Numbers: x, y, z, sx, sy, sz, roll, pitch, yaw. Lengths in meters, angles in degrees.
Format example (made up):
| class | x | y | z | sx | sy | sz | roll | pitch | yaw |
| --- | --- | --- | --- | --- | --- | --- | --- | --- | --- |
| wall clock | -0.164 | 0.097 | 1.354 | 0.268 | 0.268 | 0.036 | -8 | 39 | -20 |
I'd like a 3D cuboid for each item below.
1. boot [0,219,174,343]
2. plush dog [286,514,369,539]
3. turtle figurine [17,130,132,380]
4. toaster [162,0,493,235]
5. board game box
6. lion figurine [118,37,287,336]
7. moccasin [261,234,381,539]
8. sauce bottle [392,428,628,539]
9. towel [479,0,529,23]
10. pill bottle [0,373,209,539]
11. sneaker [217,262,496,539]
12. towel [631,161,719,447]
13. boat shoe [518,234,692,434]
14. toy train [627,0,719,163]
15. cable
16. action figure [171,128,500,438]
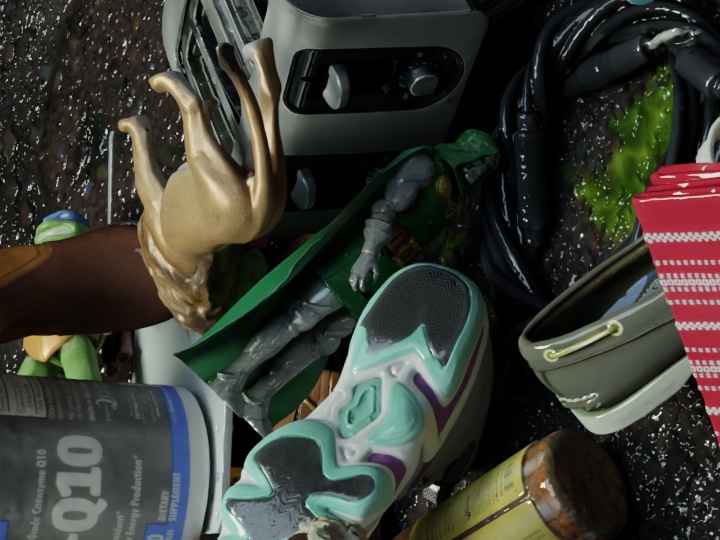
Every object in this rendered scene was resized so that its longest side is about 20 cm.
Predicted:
| class | x | y | z | sx | sy | sz | roll | pitch | yaw |
| --- | --- | --- | --- | --- | --- | --- | --- | --- | --- |
| boot | -0.199 | 0.022 | 1.102 | 0.186 | 0.200 | 0.069 | 3 | 103 | 15 |
| plush dog | 0.020 | 0.227 | 0.939 | 0.159 | 0.172 | 0.202 | 21 | 96 | 20 |
| turtle figurine | -0.213 | 0.039 | 1.253 | 0.200 | 0.142 | 0.196 | 102 | 163 | -71 |
| toaster | -0.026 | -0.145 | 1.105 | 0.181 | 0.118 | 0.201 | 111 | 144 | -50 |
| board game box | -0.101 | 0.061 | 1.210 | 0.200 | 0.026 | 0.202 | 159 | 115 | -67 |
| lion figurine | -0.075 | -0.036 | 1.020 | 0.200 | 0.072 | 0.124 | 139 | 118 | -74 |
| moccasin | -0.010 | 0.072 | 1.124 | 0.078 | 0.073 | 0.203 | -30 | 52 | 50 |
| sauce bottle | 0.052 | 0.152 | 1.037 | 0.200 | 0.066 | 0.067 | -36 | 57 | 38 |
| towel | 0.079 | -0.245 | 1.108 | 0.192 | 0.034 | 0.202 | -29 | 61 | 42 |
| pill bottle | -0.195 | 0.116 | 1.128 | 0.114 | 0.198 | 0.115 | -175 | 90 | -68 |
| sneaker | 0.012 | 0.106 | 1.039 | 0.078 | 0.140 | 0.200 | 34 | 79 | 28 |
| towel | 0.204 | 0.044 | 0.842 | 0.144 | 0.022 | 0.201 | -2 | 116 | 47 |
| boat shoe | 0.161 | -0.007 | 0.914 | 0.201 | 0.060 | 0.072 | -42 | 23 | 17 |
| toy train | 0.185 | -0.129 | 0.936 | 0.150 | 0.055 | 0.201 | -38 | 48 | 22 |
| cable | 0.115 | -0.048 | 1.016 | 0.201 | 0.050 | 0.164 | -56 | 46 | 26 |
| action figure | 0.000 | 0.000 | 1.046 | 0.200 | 0.118 | 0.055 | -48 | 61 | -3 |
